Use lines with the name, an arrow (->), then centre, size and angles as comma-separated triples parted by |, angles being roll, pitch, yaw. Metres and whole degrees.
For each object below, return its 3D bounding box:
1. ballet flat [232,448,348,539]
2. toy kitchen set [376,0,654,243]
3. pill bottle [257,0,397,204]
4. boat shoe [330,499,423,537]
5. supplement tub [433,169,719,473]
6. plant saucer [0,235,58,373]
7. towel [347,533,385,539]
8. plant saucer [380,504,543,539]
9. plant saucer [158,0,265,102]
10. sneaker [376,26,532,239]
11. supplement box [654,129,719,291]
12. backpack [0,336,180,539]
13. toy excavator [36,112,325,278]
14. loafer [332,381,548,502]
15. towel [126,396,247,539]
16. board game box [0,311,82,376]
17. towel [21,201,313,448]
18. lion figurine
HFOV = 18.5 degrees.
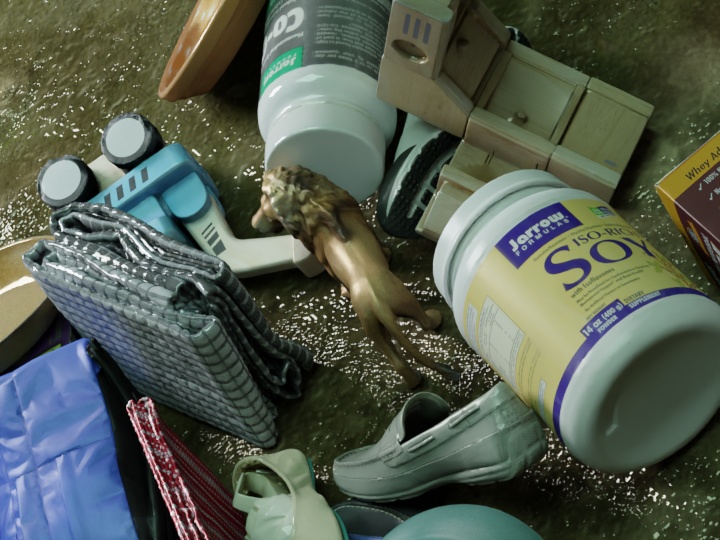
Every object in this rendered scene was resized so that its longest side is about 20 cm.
ballet flat -> -0.058, 0.179, 1.586 | 0.069, 0.070, 0.200 | -39, 18, 0
toy kitchen set -> 0.104, -0.116, 1.630 | 0.200, 0.180, 0.163 | 26, 71, 6
pill bottle -> -0.026, -0.151, 1.795 | 0.113, 0.113, 0.200 | -16, 44, 18
boat shoe -> 0.042, 0.203, 1.565 | 0.200, 0.063, 0.073 | 23, 72, 38
supplement tub -> 0.156, 0.032, 1.566 | 0.145, 0.145, 0.200 | -41, 49, -2
plant saucer -> -0.316, 0.048, 1.820 | 0.200, 0.035, 0.200 | -26, 26, 14
towel -> 0.029, 0.285, 1.504 | 0.145, 0.024, 0.200 | 2, 78, 36
plant saucer -> 0.053, 0.252, 1.459 | 0.200, 0.036, 0.200 | -11, 70, 33
plant saucer -> -0.112, -0.230, 1.900 | 0.200, 0.037, 0.200 | -57, 14, 22
sneaker -> 0.066, -0.108, 1.771 | 0.080, 0.074, 0.200 | 6, 57, 48
supplement box -> 0.351, -0.032, 1.511 | 0.197, 0.133, 0.200 | -40, 49, -1
backpack -> -0.209, 0.187, 1.653 | 0.168, 0.163, 0.200 | -28, 59, 7
toy excavator -> -0.140, -0.037, 1.823 | 0.194, 0.100, 0.200 | -34, 63, 3
loafer -> 0.050, 0.120, 1.579 | 0.200, 0.070, 0.070 | -18, 8, 45
towel -> -0.098, 0.187, 1.565 | 0.022, 0.145, 0.200 | -35, 39, 3
board game box -> -0.281, 0.075, 1.802 | 0.120, 0.032, 0.200 | -26, 26, 6
towel -> -0.145, 0.036, 1.716 | 0.200, 0.166, 0.086 | 20, 64, 36
lion figurine -> 0.000, 0.000, 1.687 | 0.072, 0.123, 0.200 | -43, 50, -4
